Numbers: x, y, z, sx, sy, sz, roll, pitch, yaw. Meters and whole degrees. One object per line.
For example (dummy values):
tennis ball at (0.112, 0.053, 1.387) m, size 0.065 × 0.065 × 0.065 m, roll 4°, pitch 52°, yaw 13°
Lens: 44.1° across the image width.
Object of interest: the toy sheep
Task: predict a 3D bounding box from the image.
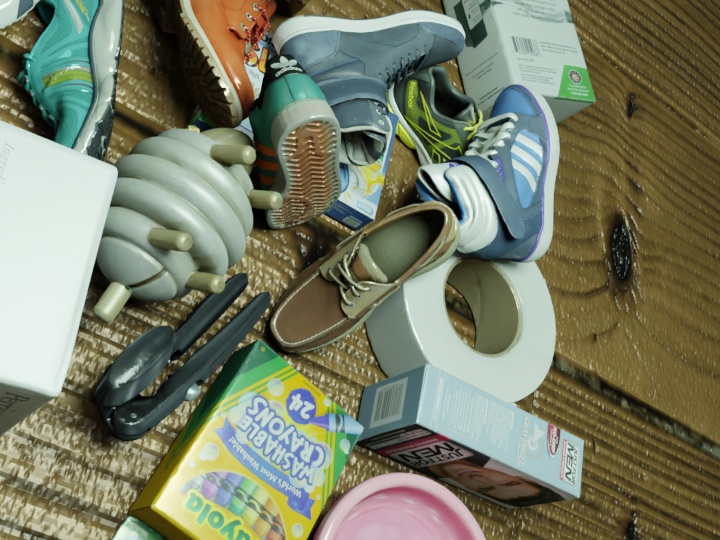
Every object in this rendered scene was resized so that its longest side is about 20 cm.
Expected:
toy sheep at (-0.149, -0.041, 0.714) m, size 0.138 × 0.138 × 0.200 m, roll 44°, pitch 58°, yaw -15°

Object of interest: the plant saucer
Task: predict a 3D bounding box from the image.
plant saucer at (0.031, 0.280, 0.771) m, size 0.200 × 0.051 × 0.201 m, roll 14°, pitch 63°, yaw -31°

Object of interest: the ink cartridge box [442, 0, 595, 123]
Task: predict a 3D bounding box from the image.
ink cartridge box at (0.190, -0.286, 1.089) m, size 0.146 × 0.083 × 0.200 m, roll -2°, pitch 74°, yaw -36°

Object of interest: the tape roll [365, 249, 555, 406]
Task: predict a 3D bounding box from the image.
tape roll at (0.104, 0.046, 0.904) m, size 0.202 × 0.071 × 0.203 m, roll 15°, pitch 64°, yaw -32°

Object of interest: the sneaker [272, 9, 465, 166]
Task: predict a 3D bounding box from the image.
sneaker at (0.028, -0.176, 0.866) m, size 0.202 × 0.077 × 0.146 m, roll -10°, pitch 67°, yaw -22°

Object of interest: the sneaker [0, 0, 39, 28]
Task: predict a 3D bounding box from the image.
sneaker at (-0.275, -0.274, 0.695) m, size 0.199 × 0.130 × 0.079 m, roll -30°, pitch 55°, yaw -29°

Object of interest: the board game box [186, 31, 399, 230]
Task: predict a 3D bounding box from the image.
board game box at (-0.061, -0.144, 0.881) m, size 0.200 × 0.034 × 0.136 m, roll 28°, pitch 58°, yaw -24°

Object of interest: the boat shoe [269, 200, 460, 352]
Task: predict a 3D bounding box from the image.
boat shoe at (0.000, 0.000, 0.791) m, size 0.200 × 0.072 × 0.076 m, roll -38°, pitch 80°, yaw -2°

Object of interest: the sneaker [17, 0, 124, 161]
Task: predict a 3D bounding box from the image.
sneaker at (-0.243, -0.149, 0.738) m, size 0.079 × 0.078 × 0.200 m, roll 5°, pitch 62°, yaw -17°

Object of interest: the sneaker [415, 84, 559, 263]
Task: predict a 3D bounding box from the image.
sneaker at (0.121, -0.109, 0.880) m, size 0.146 × 0.081 × 0.200 m, roll 12°, pitch 71°, yaw -36°

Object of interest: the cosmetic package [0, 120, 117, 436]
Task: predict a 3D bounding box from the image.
cosmetic package at (-0.291, -0.004, 0.572) m, size 0.200 × 0.165 × 0.165 m, roll 21°, pitch 61°, yaw -27°

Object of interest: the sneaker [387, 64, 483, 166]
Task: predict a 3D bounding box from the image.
sneaker at (0.106, -0.137, 0.968) m, size 0.200 × 0.085 × 0.075 m, roll 45°, pitch 53°, yaw -13°

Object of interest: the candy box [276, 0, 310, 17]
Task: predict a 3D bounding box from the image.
candy box at (-0.076, -0.308, 0.835) m, size 0.056 × 0.200 × 0.117 m, roll -45°, pitch 104°, yaw 1°

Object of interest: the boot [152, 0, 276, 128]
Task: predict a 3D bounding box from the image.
boot at (-0.117, -0.217, 0.804) m, size 0.107 × 0.075 × 0.200 m, roll -13°, pitch 64°, yaw -21°

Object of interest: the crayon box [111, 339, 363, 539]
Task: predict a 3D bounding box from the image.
crayon box at (-0.094, 0.173, 0.721) m, size 0.126 × 0.052 × 0.200 m, roll 42°, pitch 53°, yaw -16°

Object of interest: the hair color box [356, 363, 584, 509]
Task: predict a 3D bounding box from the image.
hair color box at (0.105, 0.162, 0.840) m, size 0.200 × 0.099 × 0.061 m, roll 27°, pitch 58°, yaw -25°

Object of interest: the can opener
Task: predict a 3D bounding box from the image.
can opener at (-0.137, 0.066, 0.727) m, size 0.063 × 0.079 × 0.200 m, roll 50°, pitch 42°, yaw 1°

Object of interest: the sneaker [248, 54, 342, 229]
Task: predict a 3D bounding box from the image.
sneaker at (-0.058, -0.108, 0.776) m, size 0.071 × 0.200 × 0.080 m, roll -15°, pitch 68°, yaw -15°
